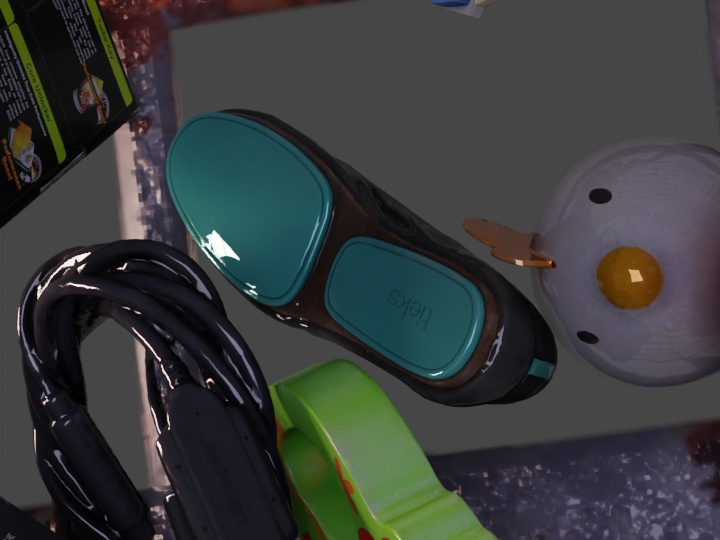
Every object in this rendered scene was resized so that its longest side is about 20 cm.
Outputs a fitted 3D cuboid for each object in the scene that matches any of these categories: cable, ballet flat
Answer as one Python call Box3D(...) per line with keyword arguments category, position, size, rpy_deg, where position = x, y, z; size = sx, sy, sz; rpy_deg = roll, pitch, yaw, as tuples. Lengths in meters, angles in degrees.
Box3D(category="cable", position=(-0.075, 0.082, 0.697), size=(0.051, 0.163, 0.200), rpy_deg=(-17, 66, -29))
Box3D(category="ballet flat", position=(0.000, 0.000, 0.713), size=(0.200, 0.068, 0.068), rpy_deg=(38, 103, 42))

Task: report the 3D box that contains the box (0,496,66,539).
Box3D(category="box", position=(-0.207, 0.143, 0.681), size=(0.200, 0.124, 0.149), rpy_deg=(33, 133, 7))

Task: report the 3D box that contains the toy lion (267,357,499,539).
Box3D(category="toy lion", position=(0.023, 0.123, 0.648), size=(0.068, 0.192, 0.201), rpy_deg=(-23, 84, -16))

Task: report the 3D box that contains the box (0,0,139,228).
Box3D(category="box", position=(-0.174, -0.103, 0.653), size=(0.047, 0.193, 0.201), rpy_deg=(-6, 118, 29))

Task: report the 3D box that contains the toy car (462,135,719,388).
Box3D(category="toy car", position=(0.128, 0.001, 0.669), size=(0.199, 0.177, 0.185), rpy_deg=(4, 99, 19))

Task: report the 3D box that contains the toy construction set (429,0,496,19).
Box3D(category="toy construction set", position=(0.022, -0.200, 0.718), size=(0.131, 0.092, 0.201), rpy_deg=(7, 79, 31))
